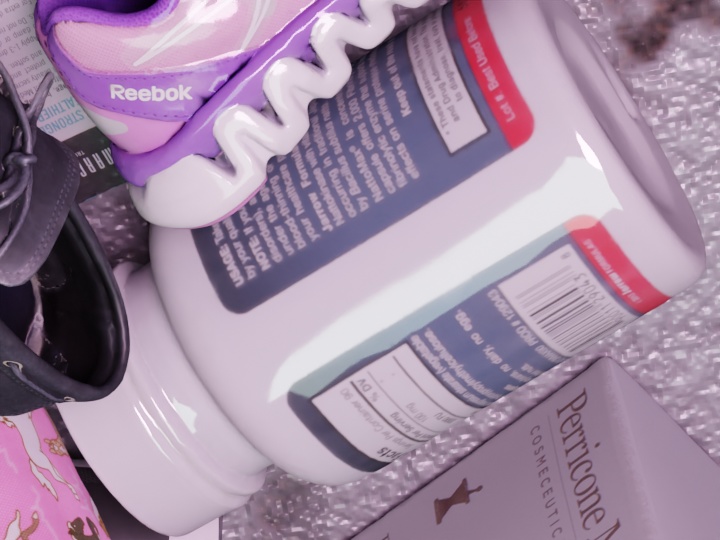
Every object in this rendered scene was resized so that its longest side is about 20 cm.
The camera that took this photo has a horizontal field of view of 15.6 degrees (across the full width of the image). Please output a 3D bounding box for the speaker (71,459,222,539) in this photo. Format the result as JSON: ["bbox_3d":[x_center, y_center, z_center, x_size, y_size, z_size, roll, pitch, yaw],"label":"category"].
[{"bbox_3d":[-0.152,0.104,0.939,0.200,0.081,0.081,5,122,-7],"label":"speaker"}]

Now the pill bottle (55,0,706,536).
[{"bbox_3d":[0.000,0.000,0.864,0.200,0.120,0.120,-31,120,14],"label":"pill bottle"}]

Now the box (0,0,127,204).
[{"bbox_3d":[-0.134,-0.107,0.825,0.082,0.049,0.200,-23,121,9],"label":"box"}]

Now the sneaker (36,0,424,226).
[{"bbox_3d":[-0.020,-0.110,0.785,0.088,0.080,0.200,42,91,-23],"label":"sneaker"}]

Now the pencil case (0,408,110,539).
[{"bbox_3d":[-0.123,0.079,0.862,0.083,0.200,0.087,-25,162,-25],"label":"pencil case"}]

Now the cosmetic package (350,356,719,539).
[{"bbox_3d":[0.073,0.178,0.954,0.200,0.167,0.166,-37,117,16],"label":"cosmetic package"}]

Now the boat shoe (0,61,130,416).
[{"bbox_3d":[-0.115,-0.027,0.759,0.062,0.075,0.200,8,142,22],"label":"boat shoe"}]
